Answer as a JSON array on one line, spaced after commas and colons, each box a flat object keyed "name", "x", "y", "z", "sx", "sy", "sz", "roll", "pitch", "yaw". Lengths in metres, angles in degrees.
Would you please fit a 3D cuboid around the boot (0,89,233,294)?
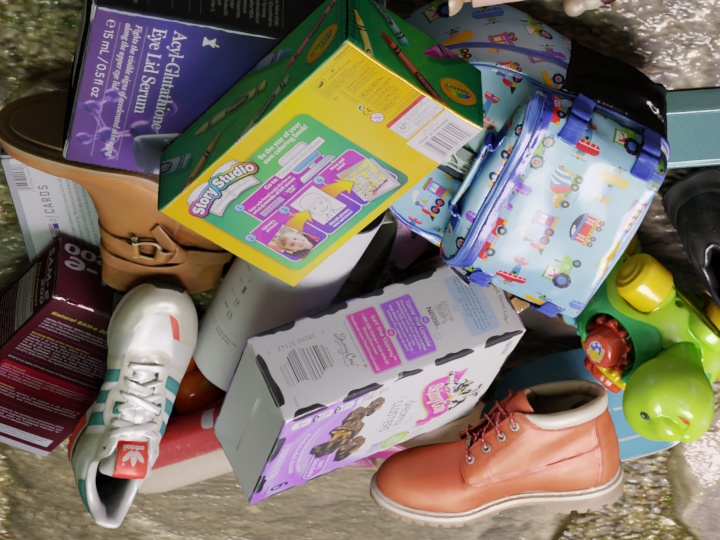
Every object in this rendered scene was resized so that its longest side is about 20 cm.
[{"name": "boot", "x": -0.174, "y": -0.051, "z": 1.665, "sx": 0.198, "sy": 0.077, "sz": 0.156, "roll": 4, "pitch": 142, "yaw": -16}]

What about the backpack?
[{"name": "backpack", "x": 0.095, "y": -0.085, "z": 1.596, "sx": 0.199, "sy": 0.135, "sz": 0.183, "roll": 27, "pitch": 120, "yaw": -13}]

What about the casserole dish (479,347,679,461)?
[{"name": "casserole dish", "x": 0.194, "y": 0.114, "z": 1.850, "sx": 0.198, "sy": 0.039, "sz": 0.122, "roll": -11, "pitch": 133, "yaw": -14}]

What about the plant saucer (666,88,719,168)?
[{"name": "plant saucer", "x": 0.193, "y": -0.098, "z": 1.681, "sx": 0.198, "sy": 0.019, "sz": 0.070, "roll": -4, "pitch": 138, "yaw": 3}]

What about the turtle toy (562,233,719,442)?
[{"name": "turtle toy", "x": 0.220, "y": 0.056, "z": 1.726, "sx": 0.145, "sy": 0.200, "sz": 0.101, "roll": 38, "pitch": 101, "yaw": -25}]

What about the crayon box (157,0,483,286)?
[{"name": "crayon box", "x": -0.028, "y": -0.084, "z": 1.507, "sx": 0.118, "sy": 0.059, "sz": 0.200, "roll": 30, "pitch": 129, "yaw": -29}]

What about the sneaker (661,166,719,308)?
[{"name": "sneaker", "x": 0.295, "y": 0.010, "z": 1.747, "sx": 0.076, "sy": 0.091, "sz": 0.200, "roll": -32, "pitch": 131, "yaw": 23}]

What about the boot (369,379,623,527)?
[{"name": "boot", "x": 0.102, "y": 0.135, "z": 1.774, "sx": 0.198, "sy": 0.075, "sz": 0.108, "roll": -8, "pitch": 128, "yaw": 0}]

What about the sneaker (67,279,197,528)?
[{"name": "sneaker", "x": -0.164, "y": 0.105, "z": 1.713, "sx": 0.070, "sy": 0.094, "sz": 0.201, "roll": 11, "pitch": 123, "yaw": -23}]

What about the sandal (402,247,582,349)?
[{"name": "sandal", "x": 0.118, "y": 0.032, "z": 1.798, "sx": 0.199, "sy": 0.055, "sz": 0.082, "roll": 19, "pitch": 135, "yaw": -21}]

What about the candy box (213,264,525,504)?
[{"name": "candy box", "x": 0.004, "y": 0.080, "z": 1.700, "sx": 0.199, "sy": 0.072, "sz": 0.168, "roll": -20, "pitch": 160, "yaw": -20}]

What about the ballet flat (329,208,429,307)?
[{"name": "ballet flat", "x": 0.000, "y": 0.000, "z": 1.745, "sx": 0.071, "sy": 0.069, "sz": 0.201, "roll": -5, "pitch": 141, "yaw": -33}]

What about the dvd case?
[{"name": "dvd case", "x": -0.159, "y": -0.047, "z": 1.731, "sx": 0.198, "sy": 0.025, "sz": 0.151, "roll": -3, "pitch": 138, "yaw": 4}]

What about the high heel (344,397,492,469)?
[{"name": "high heel", "x": 0.053, "y": 0.121, "z": 1.891, "sx": 0.198, "sy": 0.068, "sz": 0.096, "roll": -2, "pitch": 148, "yaw": 20}]

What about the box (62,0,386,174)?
[{"name": "box", "x": -0.093, "y": -0.145, "z": 1.561, "sx": 0.198, "sy": 0.105, "sz": 0.149, "roll": 8, "pitch": 137, "yaw": -9}]

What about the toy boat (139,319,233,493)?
[{"name": "toy boat", "x": -0.135, "y": 0.091, "z": 1.836, "sx": 0.199, "sy": 0.131, "sz": 0.132, "roll": -18, "pitch": 105, "yaw": 18}]

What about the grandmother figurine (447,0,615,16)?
[{"name": "grandmother figurine", "x": 0.155, "y": -0.212, "z": 1.528, "sx": 0.198, "sy": 0.061, "sz": 0.121, "roll": -5, "pitch": 166, "yaw": 1}]

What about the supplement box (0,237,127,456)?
[{"name": "supplement box", "x": -0.241, "y": 0.063, "z": 1.797, "sx": 0.108, "sy": 0.061, "sz": 0.200, "roll": 23, "pitch": 138, "yaw": -29}]

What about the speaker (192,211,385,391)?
[{"name": "speaker", "x": -0.056, "y": 0.005, "z": 1.693, "sx": 0.081, "sy": 0.082, "sz": 0.200, "roll": 16, "pitch": 135, "yaw": -17}]
